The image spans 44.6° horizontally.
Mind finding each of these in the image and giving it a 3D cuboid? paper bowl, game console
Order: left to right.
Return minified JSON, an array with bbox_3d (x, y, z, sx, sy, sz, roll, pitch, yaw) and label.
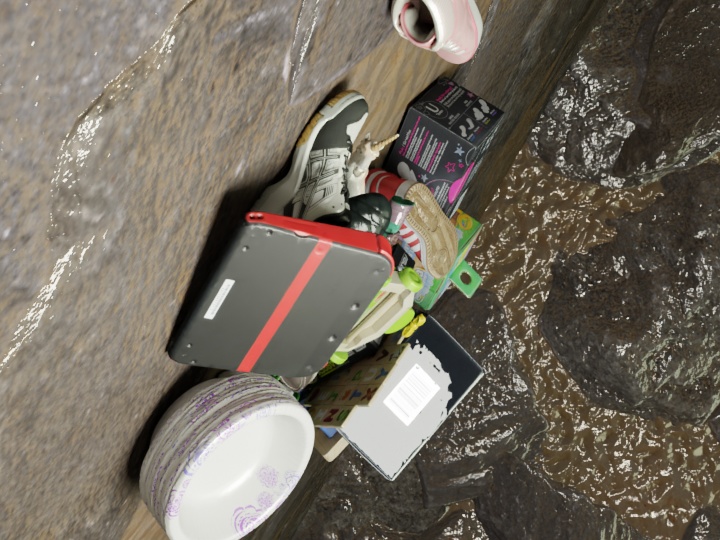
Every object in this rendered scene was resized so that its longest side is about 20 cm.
[{"bbox_3d":[-0.156,0.204,0.989,0.199,0.104,0.203,-29,138,-30],"label":"paper bowl"},{"bbox_3d":[-0.075,0.030,0.857,0.201,0.174,0.031,-55,-142,33],"label":"game console"}]

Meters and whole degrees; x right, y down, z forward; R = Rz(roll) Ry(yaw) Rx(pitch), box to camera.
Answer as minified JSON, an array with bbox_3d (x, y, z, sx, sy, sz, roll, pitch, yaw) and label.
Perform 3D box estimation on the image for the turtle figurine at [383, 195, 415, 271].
[{"bbox_3d":[0.000,0.000,1.132,0.101,0.147,0.204,-133,-126,-62],"label":"turtle figurine"}]

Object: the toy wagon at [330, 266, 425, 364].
[{"bbox_3d":[0.006,0.052,1.062,0.155,0.040,0.198,-44,151,24],"label":"toy wagon"}]

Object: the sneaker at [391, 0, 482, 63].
[{"bbox_3d":[0.078,-0.264,0.939,0.106,0.074,0.201,-60,163,-15],"label":"sneaker"}]

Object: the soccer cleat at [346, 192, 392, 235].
[{"bbox_3d":[-0.045,-0.008,0.920,0.198,0.068,0.081,-35,-154,-1],"label":"soccer cleat"}]

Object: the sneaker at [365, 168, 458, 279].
[{"bbox_3d":[0.065,-0.070,1.245,0.072,0.111,0.201,-51,141,-16],"label":"sneaker"}]

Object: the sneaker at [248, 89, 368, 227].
[{"bbox_3d":[-0.035,-0.084,0.890,0.202,0.087,0.076,-58,168,-9],"label":"sneaker"}]

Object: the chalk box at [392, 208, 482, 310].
[{"bbox_3d":[0.110,-0.034,1.421,0.124,0.198,0.125,-45,164,-50],"label":"chalk box"}]

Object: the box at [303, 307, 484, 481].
[{"bbox_3d":[0.042,0.162,1.259,0.200,0.124,0.196,-48,-167,-8],"label":"box"}]

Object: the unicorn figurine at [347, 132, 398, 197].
[{"bbox_3d":[-0.018,-0.066,1.005,0.138,0.073,0.201,-47,155,-18],"label":"unicorn figurine"}]

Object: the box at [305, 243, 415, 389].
[{"bbox_3d":[-0.010,0.065,1.293,0.159,0.044,0.201,-33,-160,37],"label":"box"}]

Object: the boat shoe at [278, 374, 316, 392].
[{"bbox_3d":[-0.095,0.094,1.111,0.202,0.071,0.060,90,24,-48],"label":"boat shoe"}]

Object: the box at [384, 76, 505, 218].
[{"bbox_3d":[0.109,-0.158,1.300,0.132,0.114,0.202,-49,167,-48],"label":"box"}]

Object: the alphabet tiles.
[{"bbox_3d":[-0.009,0.144,1.192,0.167,0.006,0.199,-54,-163,-24],"label":"alphabet tiles"}]

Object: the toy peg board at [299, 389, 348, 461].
[{"bbox_3d":[-0.045,0.168,1.430,0.199,0.098,0.199,-44,-152,-8],"label":"toy peg board"}]

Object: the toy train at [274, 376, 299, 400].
[{"bbox_3d":[-0.111,0.195,1.223,0.056,0.042,0.201,-45,-151,14],"label":"toy train"}]

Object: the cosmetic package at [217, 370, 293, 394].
[{"bbox_3d":[-0.177,0.227,1.136,0.203,0.089,0.107,-63,170,8],"label":"cosmetic package"}]
